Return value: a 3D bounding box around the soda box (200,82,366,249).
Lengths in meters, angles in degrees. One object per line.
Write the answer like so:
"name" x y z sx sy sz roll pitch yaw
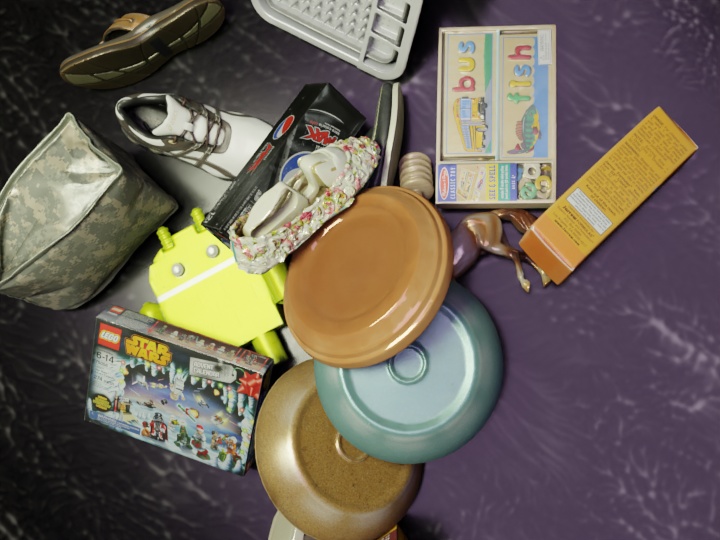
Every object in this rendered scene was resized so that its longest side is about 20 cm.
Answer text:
"soda box" -0.083 -0.107 1.347 0.063 0.071 0.201 40 80 -24

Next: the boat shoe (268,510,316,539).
"boat shoe" -0.044 0.234 1.359 0.059 0.072 0.202 23 75 -30

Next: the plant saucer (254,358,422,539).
"plant saucer" -0.014 0.184 1.312 0.198 0.035 0.203 9 69 -24

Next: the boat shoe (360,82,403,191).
"boat shoe" 0.007 -0.110 1.363 0.067 0.072 0.203 12 92 8

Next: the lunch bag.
"lunch bag" -0.322 -0.049 1.359 0.118 0.164 0.200 43 92 17

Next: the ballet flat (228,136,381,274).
"ballet flat" -0.058 -0.077 1.279 0.200 0.064 0.075 -47 49 -13

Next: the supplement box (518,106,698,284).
"supplement box" 0.259 -0.078 1.298 0.069 0.067 0.200 44 77 7

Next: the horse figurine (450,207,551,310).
"horse figurine" 0.120 -0.009 1.336 0.199 0.050 0.133 -34 71 -10

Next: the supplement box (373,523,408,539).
"supplement box" 0.039 0.401 1.253 0.132 0.197 0.201 -34 95 6

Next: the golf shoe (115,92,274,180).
"golf shoe" -0.181 -0.150 1.383 0.197 0.094 0.079 11 88 8

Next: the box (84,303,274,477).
"box" -0.202 0.132 1.371 0.198 0.040 0.138 17 116 10

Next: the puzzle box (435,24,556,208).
"puzzle box" 0.148 -0.168 1.355 0.131 0.025 0.203 -1 80 9

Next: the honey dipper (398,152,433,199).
"honey dipper" 0.064 -0.043 1.311 0.037 0.038 0.202 -10 48 8

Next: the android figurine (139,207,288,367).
"android figurine" -0.162 0.030 1.399 0.180 0.041 0.202 -25 85 7

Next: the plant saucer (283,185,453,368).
"plant saucer" 0.000 0.000 1.267 0.198 0.037 0.202 -16 58 26

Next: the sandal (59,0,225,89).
"sandal" -0.249 -0.267 1.409 0.198 0.082 0.055 -29 67 8

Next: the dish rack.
"dish rack" -0.021 -0.313 1.349 0.198 0.172 0.044 27 53 9

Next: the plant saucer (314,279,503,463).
"plant saucer" 0.049 0.096 1.277 0.197 0.036 0.203 0 82 2
